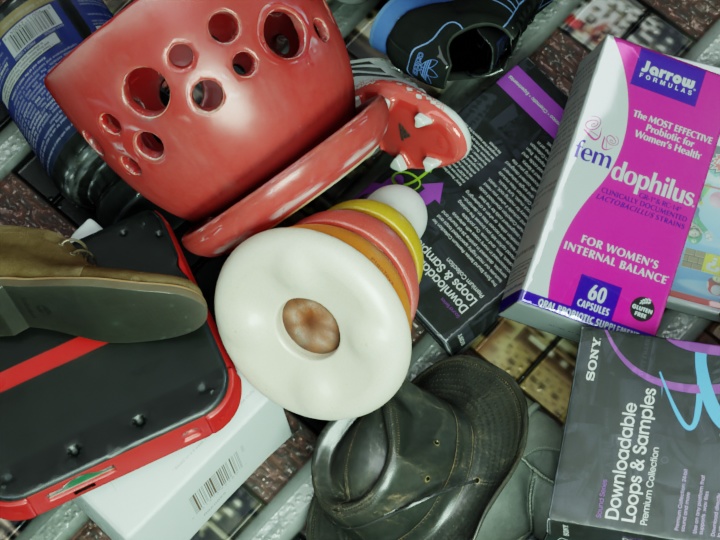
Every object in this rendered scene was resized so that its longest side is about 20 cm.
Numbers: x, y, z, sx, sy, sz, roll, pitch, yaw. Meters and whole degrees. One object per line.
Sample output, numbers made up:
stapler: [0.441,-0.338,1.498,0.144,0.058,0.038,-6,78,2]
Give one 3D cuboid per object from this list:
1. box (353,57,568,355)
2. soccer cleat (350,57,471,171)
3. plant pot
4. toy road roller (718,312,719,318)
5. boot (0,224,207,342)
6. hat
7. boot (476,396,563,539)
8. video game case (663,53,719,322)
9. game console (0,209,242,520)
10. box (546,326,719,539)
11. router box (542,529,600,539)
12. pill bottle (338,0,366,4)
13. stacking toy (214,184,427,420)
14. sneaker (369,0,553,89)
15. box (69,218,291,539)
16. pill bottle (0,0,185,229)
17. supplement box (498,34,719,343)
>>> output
box: [0.097,-0.050,1.632,0.200,0.036,0.143,-38,62,-8]
soccer cleat: [0.019,-0.126,1.639,0.085,0.069,0.200,-35,32,-32]
plant pot: [-0.096,-0.121,1.534,0.200,0.200,0.183,-36,97,-10]
toy road roller: [0.317,0.097,1.528,0.146,0.123,0.200,-34,64,5]
boot: [-0.199,0.003,1.503,0.199,0.074,0.076,4,53,12]
hat: [0.017,0.129,1.515,0.200,0.081,0.201,-30,37,25]
boot: [0.155,0.198,1.532,0.200,0.073,0.182,33,76,10]
video game case: [0.239,-0.069,1.656,0.142,0.017,0.201,15,70,11]
game console: [-0.198,0.066,1.522,0.199,0.031,0.177,-24,62,-6]
box: [0.231,0.119,1.432,0.199,0.036,0.144,7,65,12]
router box: [0.234,0.178,1.468,0.199,0.062,0.150,23,68,11]
pill bottle: [0.009,-0.282,1.714,0.199,0.116,0.117,-30,68,-8]
stacking toy: [0.000,0.000,1.531,0.146,0.147,0.200,23,35,14]
sneaker: [0.100,-0.189,1.661,0.200,0.070,0.078,-28,56,-36]
box: [-0.174,0.092,1.579,0.200,0.106,0.152,42,77,19]
pill bottle: [-0.204,-0.120,1.668,0.112,0.112,0.200,-32,68,-8]
supplement box: [0.180,-0.051,1.538,0.101,0.103,0.201,19,82,-3]
